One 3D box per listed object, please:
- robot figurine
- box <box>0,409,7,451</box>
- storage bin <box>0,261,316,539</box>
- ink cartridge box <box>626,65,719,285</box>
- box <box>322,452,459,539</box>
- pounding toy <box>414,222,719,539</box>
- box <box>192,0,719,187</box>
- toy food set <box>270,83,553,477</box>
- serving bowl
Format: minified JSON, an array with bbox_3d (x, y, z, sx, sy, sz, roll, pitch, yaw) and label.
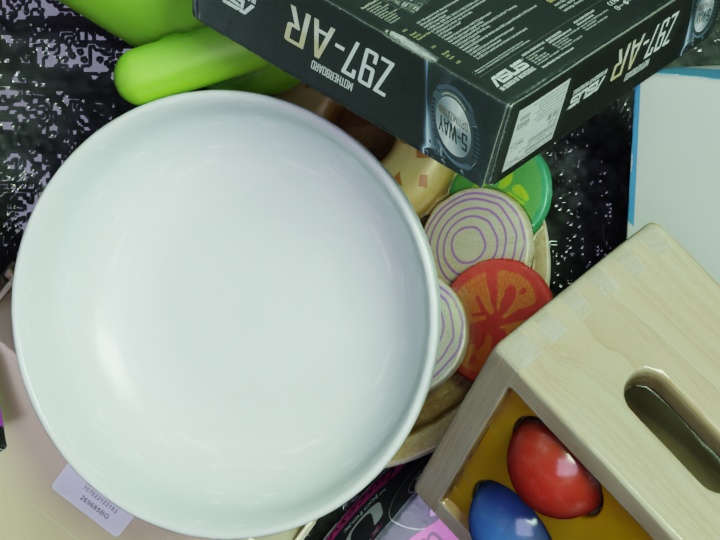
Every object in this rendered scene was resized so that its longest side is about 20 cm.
[{"bbox_3d":[-0.080,-0.156,1.181,0.199,0.176,0.116,30,120,-34],"label":"robot figurine"},{"bbox_3d":[-0.250,0.006,1.206,0.142,0.036,0.201,-18,70,18],"label":"box"},{"bbox_3d":[-0.153,0.130,1.255,0.200,0.094,0.199,39,95,-5],"label":"storage bin"},{"bbox_3d":[0.230,-0.030,1.190,0.125,0.199,0.130,9,102,39],"label":"ink cartridge box"},{"bbox_3d":[0.025,0.189,1.255,0.132,0.115,0.200,40,95,-6],"label":"box"},{"bbox_3d":[0.128,0.115,1.086,0.142,0.184,0.200,-36,76,-26],"label":"pounding toy"},{"bbox_3d":[0.048,-0.125,1.113,0.160,0.200,0.044,31,128,21],"label":"box"},{"bbox_3d":[0.000,0.000,1.223,0.200,0.049,0.198,-44,67,-1],"label":"toy food set"},{"bbox_3d":[-0.055,0.018,1.158,0.199,0.066,0.202,1,94,14],"label":"serving bowl"}]
